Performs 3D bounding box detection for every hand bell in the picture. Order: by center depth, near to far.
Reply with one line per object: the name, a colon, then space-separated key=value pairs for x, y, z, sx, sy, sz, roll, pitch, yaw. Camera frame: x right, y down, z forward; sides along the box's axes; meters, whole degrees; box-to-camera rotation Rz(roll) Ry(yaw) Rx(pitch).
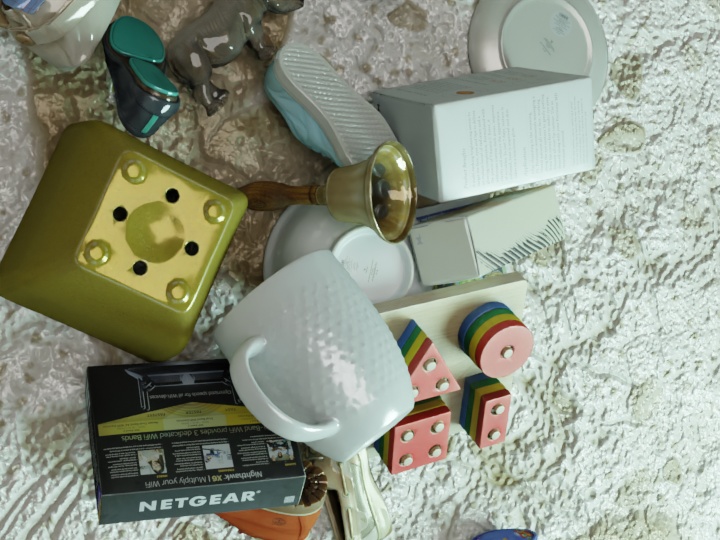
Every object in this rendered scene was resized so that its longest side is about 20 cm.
hand bell: x=-0.052 y=-0.079 z=1.193 sx=0.104 sy=0.199 sz=0.105 roll=-1 pitch=91 yaw=-62

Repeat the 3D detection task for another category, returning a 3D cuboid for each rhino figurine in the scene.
rhino figurine: x=-0.128 y=-0.262 z=1.228 sx=0.087 sy=0.060 sz=0.200 roll=47 pitch=71 yaw=-18

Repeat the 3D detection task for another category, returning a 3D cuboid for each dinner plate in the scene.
dinner plate: x=0.224 y=-0.269 z=1.396 sx=0.199 sy=0.024 sz=0.201 roll=1 pitch=87 yaw=-24

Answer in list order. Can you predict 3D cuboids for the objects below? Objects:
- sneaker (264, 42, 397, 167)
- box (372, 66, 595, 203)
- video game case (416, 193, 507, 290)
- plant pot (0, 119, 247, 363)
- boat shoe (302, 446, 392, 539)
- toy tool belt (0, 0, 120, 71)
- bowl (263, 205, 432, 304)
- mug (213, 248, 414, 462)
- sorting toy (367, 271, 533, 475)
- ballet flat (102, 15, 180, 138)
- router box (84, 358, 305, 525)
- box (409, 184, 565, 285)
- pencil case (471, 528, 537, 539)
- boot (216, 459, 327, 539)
sneaker: x=-0.030 y=-0.154 z=1.251 sx=0.074 sy=0.082 sz=0.200 roll=-38 pitch=92 yaw=-30
box: x=0.136 y=-0.156 z=1.274 sx=0.199 sy=0.152 sz=0.107 roll=-13 pitch=109 yaw=-21
video game case: x=0.110 y=0.020 z=1.340 sx=0.143 sy=0.018 sz=0.201 roll=-14 pitch=94 yaw=-22
plant pot: x=-0.217 y=-0.030 z=1.106 sx=0.195 sy=0.200 sz=0.195 roll=27 pitch=78 yaw=-21
boat shoe: x=-0.030 y=0.215 z=1.247 sx=0.065 sy=0.072 sz=0.201 roll=-26 pitch=104 yaw=-23
toy tool belt: x=-0.292 y=-0.305 z=1.127 sx=0.123 sy=0.125 sz=0.201 roll=30 pitch=76 yaw=-28
bowl: x=0.000 y=0.000 z=1.244 sx=0.200 sy=0.090 sz=0.202 roll=1 pitch=88 yaw=-17
mug: x=-0.048 y=0.097 z=1.100 sx=0.176 sy=0.148 sz=0.200 roll=51 pitch=30 yaw=10
sorting toy: x=0.096 y=0.120 z=1.250 sx=0.199 sy=0.070 sz=0.200 roll=-12 pitch=126 yaw=-23
ballet flat: x=-0.226 y=-0.189 z=1.136 sx=0.073 sy=0.200 sz=0.073 roll=-10 pitch=125 yaw=-14
router box: x=-0.168 y=0.165 z=1.143 sx=0.199 sy=0.052 sz=0.158 roll=-2 pitch=46 yaw=-18
box: x=0.144 y=-0.042 z=1.269 sx=0.200 sy=0.082 sz=0.069 roll=-21 pitch=99 yaw=-49
pencil case: x=0.174 y=0.402 z=1.319 sx=0.087 sy=0.078 sz=0.201 roll=-6 pitch=89 yaw=-45
boot: x=-0.138 y=0.237 z=1.196 sx=0.199 sy=0.108 sz=0.075 roll=15 pitch=46 yaw=3
